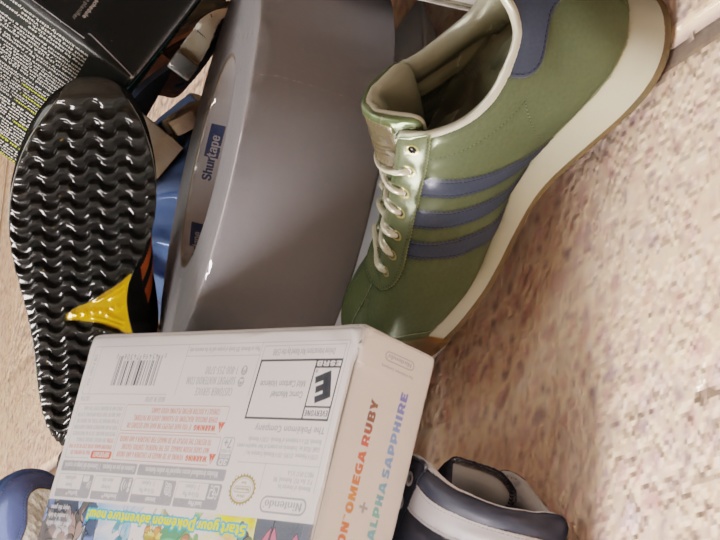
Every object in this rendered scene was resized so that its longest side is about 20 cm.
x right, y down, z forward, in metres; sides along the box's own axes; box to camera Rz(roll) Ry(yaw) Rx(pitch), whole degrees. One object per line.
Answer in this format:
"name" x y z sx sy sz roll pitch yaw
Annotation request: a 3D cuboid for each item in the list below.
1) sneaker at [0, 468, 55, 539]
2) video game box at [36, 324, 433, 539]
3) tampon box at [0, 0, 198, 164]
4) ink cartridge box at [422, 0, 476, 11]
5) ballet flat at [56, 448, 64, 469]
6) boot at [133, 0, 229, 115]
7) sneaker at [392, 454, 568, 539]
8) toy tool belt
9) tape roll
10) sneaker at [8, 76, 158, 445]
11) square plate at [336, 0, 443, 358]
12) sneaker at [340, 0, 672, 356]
"sneaker" -0.133 0.194 0.950 0.088 0.075 0.201 -22 91 55
"video game box" -0.067 0.116 0.740 0.200 0.047 0.183 -4 65 50
"tampon box" -0.150 -0.158 0.943 0.150 0.126 0.200 -56 9 -22
"ink cartridge box" 0.026 -0.210 0.867 0.200 0.084 0.146 -138 60 -66
"ballet flat" -0.102 0.100 0.959 0.200 0.046 0.068 -29 94 51
"boot" -0.148 -0.157 1.159 0.075 0.097 0.200 -53 -1 30
"sneaker" 0.004 0.127 0.741 0.199 0.070 0.109 2 82 43
"toy tool belt" -0.091 -0.052 1.036 0.200 0.125 0.123 -53 14 3
"tape roll" -0.044 -0.046 0.871 0.200 0.066 0.201 -168 90 -79
"sneaker" -0.136 -0.012 0.896 0.090 0.070 0.201 -105 14 -60
"square plate" 0.000 0.000 0.901 0.200 0.028 0.199 128 149 -47
"sneaker" 0.030 -0.048 0.729 0.200 0.090 0.067 -52 36 27
